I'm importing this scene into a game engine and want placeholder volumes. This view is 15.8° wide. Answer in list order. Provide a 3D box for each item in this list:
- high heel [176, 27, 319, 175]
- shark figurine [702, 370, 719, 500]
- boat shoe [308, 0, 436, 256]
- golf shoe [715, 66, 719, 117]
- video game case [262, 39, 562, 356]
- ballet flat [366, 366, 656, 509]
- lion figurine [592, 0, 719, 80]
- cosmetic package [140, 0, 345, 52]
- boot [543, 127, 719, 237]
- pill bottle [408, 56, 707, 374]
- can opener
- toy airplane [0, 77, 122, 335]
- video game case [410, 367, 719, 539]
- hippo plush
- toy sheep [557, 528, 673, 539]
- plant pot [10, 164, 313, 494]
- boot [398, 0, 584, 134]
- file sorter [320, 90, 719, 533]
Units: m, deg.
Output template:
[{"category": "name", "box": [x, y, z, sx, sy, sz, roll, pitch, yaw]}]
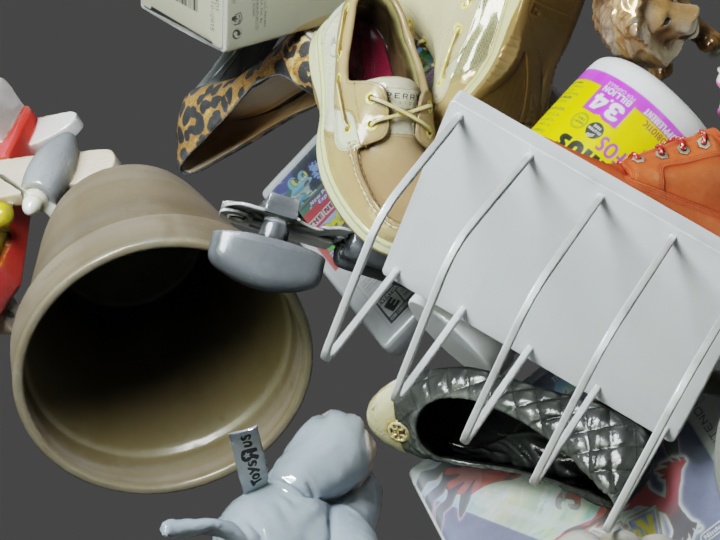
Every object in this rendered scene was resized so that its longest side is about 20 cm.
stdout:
[{"category": "high heel", "box": [-0.057, -0.103, 1.803, 0.143, 0.071, 0.200, -60, 34, 6]}, {"category": "shark figurine", "box": [0.228, 0.091, 1.457, 0.127, 0.090, 0.215, 5, 50, 15]}, {"category": "boat shoe", "box": [0.012, -0.099, 1.648, 0.067, 0.074, 0.201, -58, 38, 44]}, {"category": "golf shoe", "box": [0.253, -0.142, 1.614, 0.091, 0.075, 0.201, -26, 53, 26]}, {"category": "video game case", "box": [0.046, -0.068, 1.756, 0.200, 0.023, 0.182, -46, 49, 8]}, {"category": "ballet flat", "box": [0.084, 0.099, 1.557, 0.199, 0.067, 0.057, 6, 41, 35]}, {"category": "lion figurine", "box": [0.180, -0.203, 1.662, 0.072, 0.122, 0.201, -25, 54, 23]}, {"category": "cosmetic package", "box": [-0.044, -0.218, 1.784, 0.105, 0.199, 0.072, 32, 129, 43]}, {"category": "boot", "box": [0.166, -0.047, 1.531, 0.075, 0.199, 0.108, -10, 56, 64]}, {"category": "pill bottle", "box": [0.122, -0.029, 1.603, 0.200, 0.104, 0.104, -48, 48, -10]}, {"category": "can opener", "box": [0.000, 0.000, 1.650, 0.053, 0.199, 0.067, 149, 137, -72]}, {"category": "toy airplane", "box": [-0.283, -0.056, 1.904, 0.200, 0.141, 0.199, -47, 48, 6]}, {"category": "video game case", "box": [0.142, 0.132, 1.571, 0.200, 0.023, 0.183, -39, 50, 13]}, {"category": "hippo plush", "box": [0.002, 0.180, 1.571, 0.160, 0.200, 0.160, 28, 64, 23]}, {"category": "toy sheep", "box": [0.157, 0.212, 1.442, 0.138, 0.199, 0.139, -162, 90, -76]}, {"category": "plant pot", "box": [-0.147, 0.021, 1.752, 0.200, 0.200, 0.174, -41, 34, 11]}, {"category": "boot", "box": [0.056, -0.143, 1.725, 0.155, 0.073, 0.201, 26, 95, 48]}, {"category": "file sorter", "box": [0.095, 0.027, 1.440, 0.199, 0.139, 0.125, 30, 41, 9]}]
